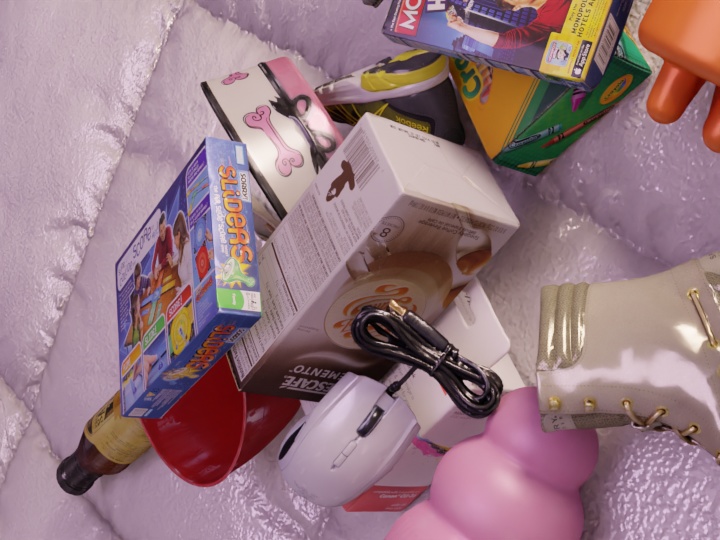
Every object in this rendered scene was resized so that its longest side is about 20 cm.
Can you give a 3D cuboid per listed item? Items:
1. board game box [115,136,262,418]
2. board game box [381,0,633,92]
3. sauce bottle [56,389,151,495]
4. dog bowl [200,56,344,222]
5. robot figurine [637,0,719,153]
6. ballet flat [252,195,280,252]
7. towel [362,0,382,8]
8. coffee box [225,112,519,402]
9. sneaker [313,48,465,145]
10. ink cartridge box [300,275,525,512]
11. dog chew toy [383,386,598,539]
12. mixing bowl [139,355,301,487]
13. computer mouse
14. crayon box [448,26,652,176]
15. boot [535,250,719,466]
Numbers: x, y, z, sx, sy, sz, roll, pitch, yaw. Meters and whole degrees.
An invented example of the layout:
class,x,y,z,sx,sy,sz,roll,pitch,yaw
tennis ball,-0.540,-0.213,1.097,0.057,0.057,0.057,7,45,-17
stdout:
class,x,y,z,sx,sy,sz,roll,pitch,yaw
board game box,-0.133,0.012,0.876,0.200,0.034,0.137,-42,49,50
board game box,0.099,-0.233,0.802,0.198,0.062,0.202,19,87,27
sauce bottle,-0.242,0.163,1.185,0.200,0.066,0.067,-41,54,31
dog bowl,-0.045,-0.082,0.944,0.073,0.201,0.201,-32,54,0
robot figurine,0.240,-0.172,0.702,0.144,0.116,0.202,44,114,47
ballet flat,-0.116,-0.039,1.093,0.199,0.069,0.070,26,101,47
towel,0.057,-0.329,0.959,0.193,0.034,0.201,-47,32,31
coffee box,0.000,0.000,0.827,0.200,0.113,0.080,-50,46,30
sneaker,0.020,-0.122,0.941,0.086,0.074,0.200,69,165,-10
ink cartridge box,0.047,0.079,0.893,0.200,0.067,0.117,-48,51,31
dog chew toy,0.092,0.168,0.793,0.124,0.124,0.202,33,99,45
mixing bowl,-0.112,0.074,1.017,0.199,0.107,0.203,16,111,49
computer mouse,0.003,0.112,0.826,0.201,0.109,0.044,-52,4,35
crayon box,0.118,-0.187,0.878,0.119,0.058,0.202,-42,54,32
boot,0.184,0.090,0.701,0.153,0.072,0.203,-11,66,18
